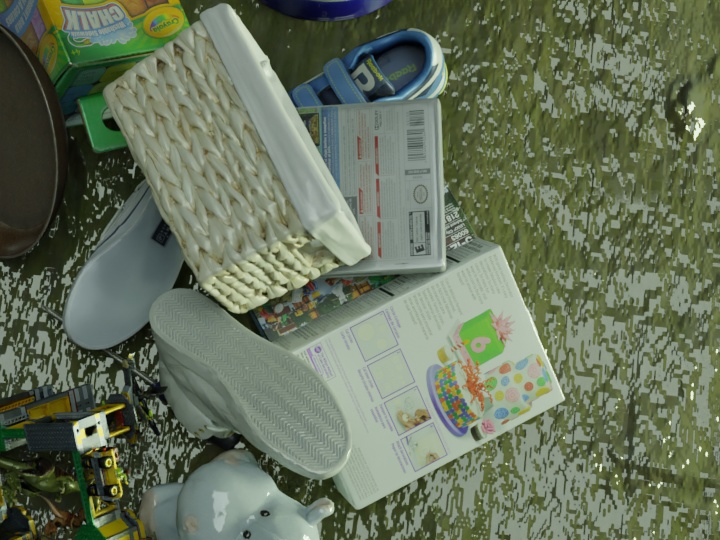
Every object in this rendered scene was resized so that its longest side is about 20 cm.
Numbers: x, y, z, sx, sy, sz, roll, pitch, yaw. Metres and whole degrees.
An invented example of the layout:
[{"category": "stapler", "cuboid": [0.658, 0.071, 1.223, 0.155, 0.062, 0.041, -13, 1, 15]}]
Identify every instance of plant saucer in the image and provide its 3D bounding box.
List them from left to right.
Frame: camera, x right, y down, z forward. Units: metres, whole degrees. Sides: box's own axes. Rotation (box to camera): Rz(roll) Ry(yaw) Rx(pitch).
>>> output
[{"category": "plant saucer", "cuboid": [-0.295, -0.111, 1.434, 0.032, 0.200, 0.201, -17, 77, -42]}]

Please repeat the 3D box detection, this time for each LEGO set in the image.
[{"category": "LEGO set", "cuboid": [-0.219, 0.155, 1.387, 0.116, 0.200, 0.154, -18, 92, -48]}]

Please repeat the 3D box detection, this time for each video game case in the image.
[{"category": "video game case", "cuboid": [-0.032, -0.064, 1.433, 0.199, 0.018, 0.144, -3, 76, 8]}]

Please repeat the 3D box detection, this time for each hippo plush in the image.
[{"category": "hippo plush", "cuboid": [-0.094, 0.230, 1.369, 0.200, 0.161, 0.159, 42, 77, 6]}]

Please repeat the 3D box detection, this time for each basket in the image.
[{"category": "basket", "cuboid": [-0.097, -0.079, 1.368, 0.123, 0.136, 0.200, -30, 73, 3]}]

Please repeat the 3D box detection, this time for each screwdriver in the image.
[{"category": "screwdriver", "cuboid": [-0.181, 0.083, 1.465, 0.200, 0.028, 0.029, 38, 47, 5]}]

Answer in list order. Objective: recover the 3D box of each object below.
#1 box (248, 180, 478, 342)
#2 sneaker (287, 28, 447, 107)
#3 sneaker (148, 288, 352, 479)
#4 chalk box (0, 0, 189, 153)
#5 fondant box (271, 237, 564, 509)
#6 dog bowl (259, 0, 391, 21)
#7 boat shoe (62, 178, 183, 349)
[{"category": "box", "cuboid": [0.000, 0.000, 1.491, 0.200, 0.038, 0.137, -28, 81, -10]}, {"category": "sneaker", "cuboid": [-0.014, -0.146, 1.502, 0.200, 0.082, 0.074, -34, 83, -9]}, {"category": "sneaker", "cuboid": [-0.085, 0.108, 1.396, 0.074, 0.116, 0.200, -39, 67, -25]}, {"category": "chalk box", "cuboid": [-0.226, -0.196, 1.456, 0.124, 0.124, 0.200, -17, 77, -36]}, {"category": "fondant box", "cuboid": [0.047, 0.082, 1.441, 0.200, 0.058, 0.145, -26, 103, -9]}, {"category": "dog bowl", "cuboid": [-0.031, -0.323, 1.542, 0.199, 0.079, 0.201, 1, 78, -4]}, {"category": "boat shoe", "cuboid": [-0.181, -0.016, 1.468, 0.074, 0.065, 0.200, 42, 71, -14]}]
